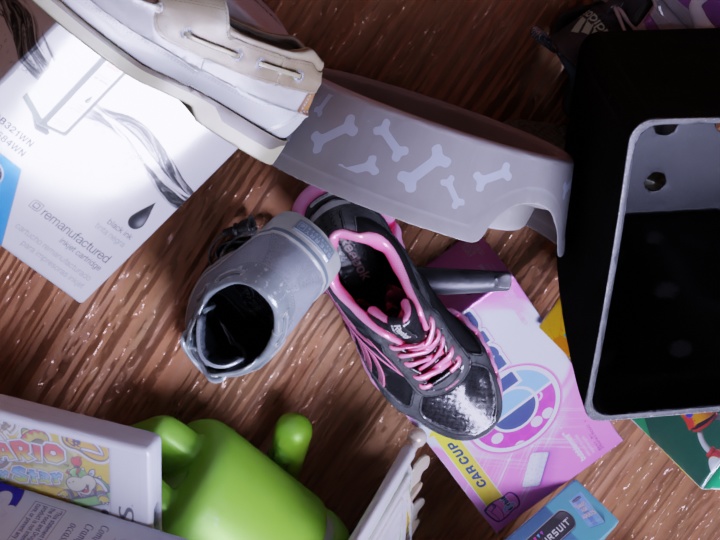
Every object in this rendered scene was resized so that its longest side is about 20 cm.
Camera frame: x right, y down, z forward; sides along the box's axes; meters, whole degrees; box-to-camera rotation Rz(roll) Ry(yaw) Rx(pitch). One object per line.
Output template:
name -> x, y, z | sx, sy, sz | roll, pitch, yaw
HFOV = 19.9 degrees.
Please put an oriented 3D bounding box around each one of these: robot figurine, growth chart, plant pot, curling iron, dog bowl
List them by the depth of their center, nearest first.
dog bowl -> 0.038, -0.069, 1.239 | 0.199, 0.200, 0.059 | 13, 100, -29
plant pot -> 0.213, -0.047, 1.243 | 0.198, 0.178, 0.201 | -4, 123, -14
curling iron -> 0.000, 0.000, 1.330 | 0.198, 0.026, 0.050 | 7, 127, -4
robot figurine -> -0.087, 0.180, 1.377 | 0.200, 0.176, 0.115 | 41, 141, -22
growth chart -> 0.009, 0.215, 1.395 | 0.018, 0.145, 0.201 | 19, 129, 16

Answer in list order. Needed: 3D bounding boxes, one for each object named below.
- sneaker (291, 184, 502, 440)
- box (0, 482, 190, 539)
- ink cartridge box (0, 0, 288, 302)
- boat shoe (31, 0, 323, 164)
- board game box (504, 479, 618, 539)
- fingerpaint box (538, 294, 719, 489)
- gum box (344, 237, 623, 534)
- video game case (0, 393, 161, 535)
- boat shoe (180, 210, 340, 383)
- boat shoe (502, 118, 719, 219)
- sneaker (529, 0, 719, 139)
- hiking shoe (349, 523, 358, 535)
sneaker -> 0.026, 0.035, 1.283 | 0.079, 0.095, 0.200 | -36, 109, 2
box -> -0.175, 0.252, 1.269 | 0.199, 0.105, 0.185 | 14, 124, 12
ink cartridge box -> -0.152, -0.104, 1.197 | 0.200, 0.084, 0.146 | -44, 127, 9
boat shoe -> -0.104, -0.134, 1.107 | 0.199, 0.075, 0.069 | 31, 99, -40
board game box -> 0.084, 0.253, 1.470 | 0.151, 0.047, 0.200 | -33, 161, -47
fingerpaint box -> 0.243, 0.071, 1.391 | 0.199, 0.167, 0.074 | 12, 118, -51
gum box -> 0.091, 0.083, 1.433 | 0.113, 0.066, 0.200 | -36, 127, 1
video game case -> -0.220, 0.159, 1.307 | 0.199, 0.023, 0.183 | 13, 123, 15
boat shoe -> -0.079, 0.029, 1.269 | 0.070, 0.201, 0.072 | 45, 59, 0
boat shoe -> 0.169, -0.051, 1.379 | 0.199, 0.075, 0.063 | 9, 124, -23
sneaker -> 0.173, -0.165, 1.300 | 0.139, 0.078, 0.201 | -5, 122, -21
hiking shoe -> -0.009, 0.279, 1.513 | 0.100, 0.076, 0.201 | -20, 126, -6
